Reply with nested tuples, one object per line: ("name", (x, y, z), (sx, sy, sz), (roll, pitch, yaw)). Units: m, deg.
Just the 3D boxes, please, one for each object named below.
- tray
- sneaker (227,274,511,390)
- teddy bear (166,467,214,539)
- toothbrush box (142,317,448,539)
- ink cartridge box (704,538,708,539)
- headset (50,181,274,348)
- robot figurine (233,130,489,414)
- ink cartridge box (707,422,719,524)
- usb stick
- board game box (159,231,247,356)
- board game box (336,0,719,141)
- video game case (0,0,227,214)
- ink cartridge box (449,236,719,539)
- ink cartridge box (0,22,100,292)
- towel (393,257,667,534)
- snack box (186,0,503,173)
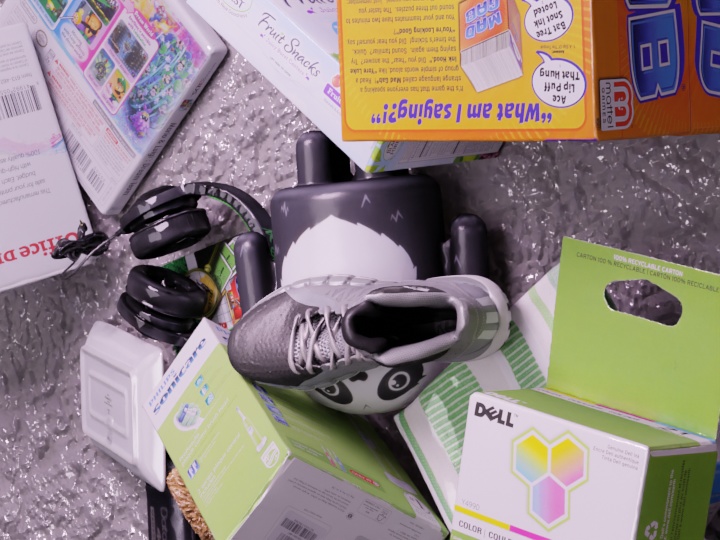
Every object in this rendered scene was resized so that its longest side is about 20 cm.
("tray", (-0.186, 0.102, 1.919), (0.200, 0.022, 0.108), (-164, 72, -69))
("sneaker", (-0.010, 0.036, 1.618), (0.199, 0.115, 0.075), (-10, 87, 20))
("teddy bear", (-0.067, 0.220, 1.836), (0.067, 0.145, 0.200), (-30, 76, -2))
("toothbrush box", (-0.048, 0.137, 1.726), (0.086, 0.145, 0.200), (-54, 32, 11))
("ink cartridge box", (0.193, 0.263, 1.620), (0.119, 0.042, 0.200), (25, 120, -6))
("headset", (-0.143, -0.008, 1.885), (0.199, 0.094, 0.124), (5, 97, 26))
("robot figurine", (0.001, 0.000, 1.737), (0.150, 0.124, 0.201), (-2, 93, 54))
("ink cartridge box", (0.158, 0.163, 1.659), (0.116, 0.067, 0.200), (45, 122, 28))
("usb stick", (-0.144, 0.212, 1.948), (0.055, 0.033, 0.201), (4, 97, 48))
("board game box", (-0.093, 0.080, 1.898), (0.105, 0.023, 0.201), (-21, 81, 42))
("board game box", (0.121, -0.184, 1.562), (0.199, 0.199, 0.201), (3, 97, 40))
("video game case", (-0.205, -0.177, 1.963), (0.200, 0.024, 0.182), (53, 125, 24))
("ink cartridge box", (0.143, 0.090, 1.536), (0.148, 0.076, 0.201), (16, 102, 43))
("ink cartridge box", (-0.311, -0.078, 1.962), (0.083, 0.145, 0.201), (-16, 91, 55))
("towel", (0.112, 0.103, 1.634), (0.200, 0.023, 0.153), (-45, 61, 37))
("snack box", (-0.004, -0.150, 1.713), (0.200, 0.142, 0.053), (44, 121, 29))
